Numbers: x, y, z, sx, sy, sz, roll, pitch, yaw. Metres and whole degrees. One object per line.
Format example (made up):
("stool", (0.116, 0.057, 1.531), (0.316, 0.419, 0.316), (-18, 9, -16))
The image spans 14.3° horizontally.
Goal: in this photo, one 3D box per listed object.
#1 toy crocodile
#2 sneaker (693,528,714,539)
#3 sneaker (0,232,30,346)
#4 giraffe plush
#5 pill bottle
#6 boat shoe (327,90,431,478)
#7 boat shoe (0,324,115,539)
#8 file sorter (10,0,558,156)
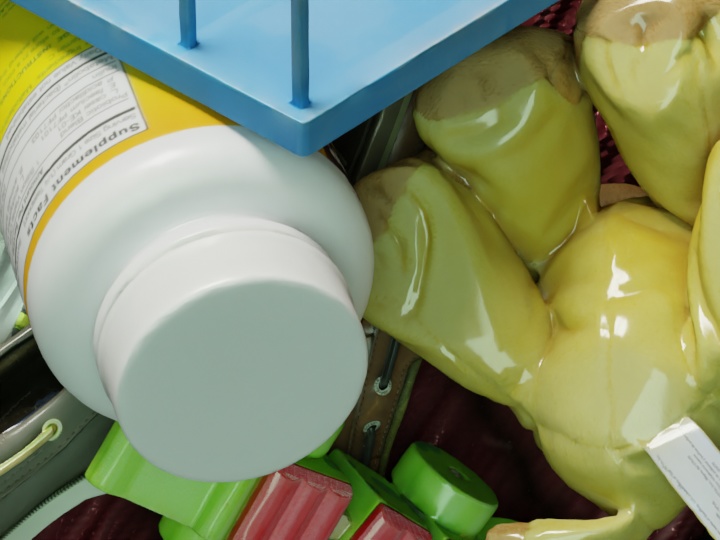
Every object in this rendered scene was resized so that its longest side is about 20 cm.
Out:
("toy crocodile", (-0.006, 0.086, 0.975), (0.200, 0.062, 0.068), (28, 101, -37))
("sneaker", (0.110, 0.135, 1.038), (0.104, 0.060, 0.201), (16, 103, -6))
("sneaker", (-0.172, 0.045, 1.018), (0.076, 0.075, 0.201), (22, 89, -19))
("giraffe plush", (0.102, 0.014, 0.976), (0.172, 0.162, 0.201), (-24, 80, 13))
("pill bottle", (-0.061, -0.025, 0.912), (0.109, 0.200, 0.110), (-10, 129, -13))
("boat shoe", (0.000, 0.000, 1.019), (0.068, 0.072, 0.201), (15, 106, -24))
("boat shoe", (-0.133, 0.064, 0.956), (0.201, 0.072, 0.061), (-33, 115, -25))
("file sorter", (-0.043, -0.150, 0.887), (0.200, 0.139, 0.123), (29, 136, 32))
